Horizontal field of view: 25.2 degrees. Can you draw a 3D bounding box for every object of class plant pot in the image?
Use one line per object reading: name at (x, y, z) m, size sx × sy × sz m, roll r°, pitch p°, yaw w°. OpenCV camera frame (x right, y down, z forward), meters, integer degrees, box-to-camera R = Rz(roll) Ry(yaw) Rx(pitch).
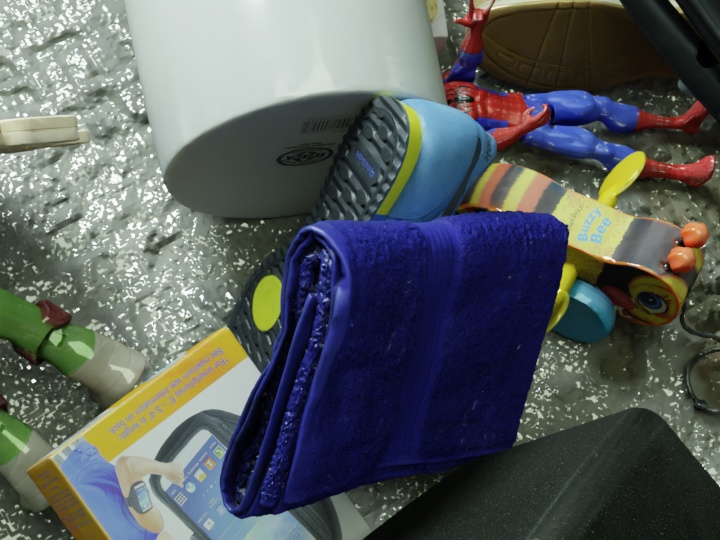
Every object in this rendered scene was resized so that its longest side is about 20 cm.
plant pot at (0.091, 0.180, 0.739) m, size 0.200 × 0.199 × 0.177 m, roll 48°, pitch 49°, yaw -13°

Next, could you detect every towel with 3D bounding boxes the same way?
towel at (0.027, 0.044, 0.786) m, size 0.050 × 0.148 × 0.200 m, roll 31°, pitch 23°, yaw 32°

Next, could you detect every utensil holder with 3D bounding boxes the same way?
utensil holder at (-0.048, -0.149, 0.883) m, size 0.170 × 0.170 × 0.200 m, roll -7°, pitch 72°, yaw -15°

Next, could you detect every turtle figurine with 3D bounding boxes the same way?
turtle figurine at (-0.223, 0.030, 0.816) m, size 0.194 × 0.200 × 0.144 m, roll 40°, pitch 35°, yaw -17°

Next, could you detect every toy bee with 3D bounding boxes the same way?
toy bee at (0.146, -0.012, 0.895) m, size 0.200 × 0.109 × 0.131 m, roll 12°, pitch 63°, yaw -7°

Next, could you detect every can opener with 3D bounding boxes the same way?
can opener at (0.194, -0.139, 0.930) m, size 0.200 × 0.063 × 0.079 m, roll 40°, pitch 38°, yaw -19°

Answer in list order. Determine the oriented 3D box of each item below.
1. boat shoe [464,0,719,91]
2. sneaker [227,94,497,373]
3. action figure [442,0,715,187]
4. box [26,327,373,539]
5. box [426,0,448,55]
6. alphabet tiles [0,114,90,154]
boat shoe at (0.155, -0.158, 0.987) m, size 0.200 × 0.074 × 0.069 m, roll -2°, pitch 48°, yaw -13°
sneaker at (0.000, 0.000, 0.833) m, size 0.078 × 0.200 × 0.066 m, roll 13°, pitch 33°, yaw -38°
action figure at (0.115, -0.099, 0.935) m, size 0.200 × 0.099 × 0.065 m, roll 5°, pitch 65°, yaw -8°
box at (-0.056, 0.142, 0.791) m, size 0.119 × 0.041 × 0.200 m, roll -38°, pitch 92°, yaw -34°
box at (0.019, -0.219, 0.995) m, size 0.041 × 0.039 × 0.200 m, roll 0°, pitch 67°, yaw -14°
alphabet tiles at (-0.238, -0.058, 0.785) m, size 0.196 × 0.200 × 0.015 m, roll -12°, pitch 96°, yaw -54°
